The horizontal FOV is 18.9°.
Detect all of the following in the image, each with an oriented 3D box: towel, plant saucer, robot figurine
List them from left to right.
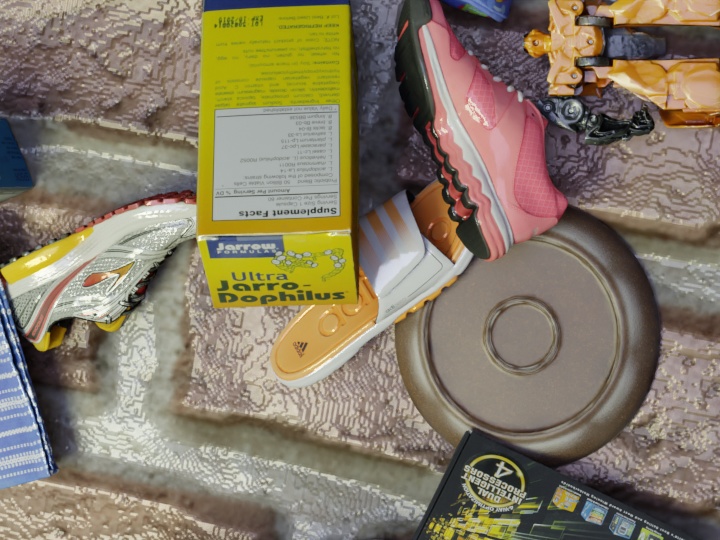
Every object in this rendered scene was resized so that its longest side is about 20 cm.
[{"bbox_3d":[-0.318,0.077,1.650,0.144,0.024,0.201,-15,95,28],"label":"towel"},{"bbox_3d":[0.121,0.048,1.593,0.199,0.032,0.202,0,89,11],"label":"plant saucer"},{"bbox_3d":[0.217,-0.162,1.559,0.198,0.058,0.146,2,90,10],"label":"robot figurine"}]

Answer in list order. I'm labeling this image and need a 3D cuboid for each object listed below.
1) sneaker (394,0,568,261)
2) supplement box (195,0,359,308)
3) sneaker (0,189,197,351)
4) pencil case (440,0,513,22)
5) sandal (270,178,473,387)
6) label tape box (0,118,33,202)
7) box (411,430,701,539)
[{"bbox_3d":[0.087,-0.111,1.555,0.086,0.074,0.201,-19,87,-14],"label":"sneaker"},{"bbox_3d":[-0.056,-0.086,1.541,0.108,0.110,0.201,-2,62,3],"label":"supplement box"},{"bbox_3d":[-0.179,-0.003,1.632,0.199,0.078,0.083,-25,90,19],"label":"sneaker"},{"bbox_3d":[0.102,-0.281,1.571,0.078,0.087,0.201,19,96,-32],"label":"pencil case"},{"bbox_3d":[0.003,0.006,1.585,0.207,0.059,0.079,-44,49,8],"label":"sandal"},{"bbox_3d":[-0.364,-0.050,1.625,0.199,0.144,0.064,-24,88,10],"label":"label tape box"},{"bbox_3d":[0.131,0.223,1.536,0.199,0.049,0.162,26,55,7],"label":"box"}]
